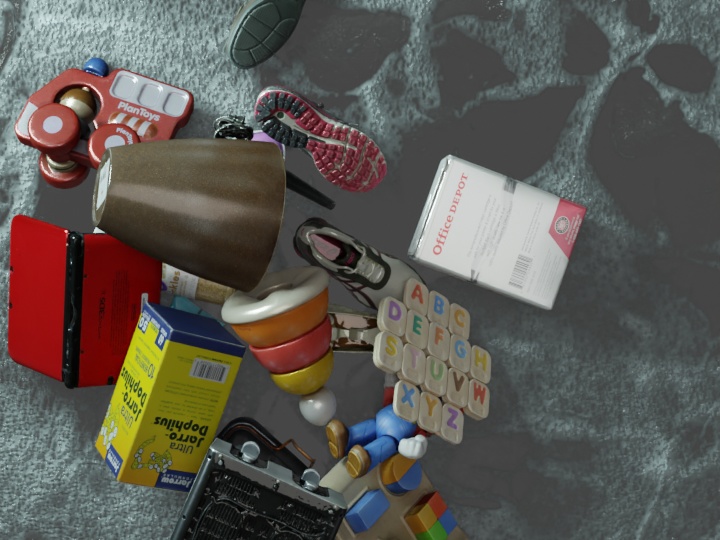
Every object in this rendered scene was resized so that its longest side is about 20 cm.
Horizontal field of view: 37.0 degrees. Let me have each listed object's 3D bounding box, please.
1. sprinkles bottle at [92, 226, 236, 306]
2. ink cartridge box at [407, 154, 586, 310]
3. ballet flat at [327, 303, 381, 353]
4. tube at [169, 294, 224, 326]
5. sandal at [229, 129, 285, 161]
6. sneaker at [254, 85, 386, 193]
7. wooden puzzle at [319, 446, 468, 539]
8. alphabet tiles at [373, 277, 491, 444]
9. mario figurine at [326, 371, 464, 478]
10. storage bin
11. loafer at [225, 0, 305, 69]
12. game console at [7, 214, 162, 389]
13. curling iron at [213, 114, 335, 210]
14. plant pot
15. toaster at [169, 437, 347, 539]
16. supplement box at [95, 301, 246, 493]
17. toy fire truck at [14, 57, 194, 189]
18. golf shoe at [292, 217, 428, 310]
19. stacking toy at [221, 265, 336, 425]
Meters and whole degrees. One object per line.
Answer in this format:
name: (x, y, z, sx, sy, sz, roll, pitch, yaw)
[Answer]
sprinkles bottle: (-0.257, -0.005, 1.417, 0.197, 0.068, 0.069, 14, 91, -4)
ink cartridge box: (0.177, -0.050, 1.432, 0.198, 0.085, 0.147, 20, 90, -5)
ballet flat: (-0.020, 0.079, 1.435, 0.197, 0.062, 0.068, 1, 93, -3)
tube: (-0.266, 0.135, 1.434, 0.077, 0.050, 0.201, 33, 85, -5)
sandal: (-0.189, -0.120, 1.426, 0.201, 0.050, 0.083, -27, 93, -2)
sneaker: (-0.047, -0.181, 1.424, 0.199, 0.075, 0.081, 36, 109, -16)
wooden puzzle: (0.047, 0.319, 1.401, 0.201, 0.046, 0.185, 55, 45, -2)
alphabet tiles: (0.097, 0.115, 1.394, 0.199, 0.015, 0.198, 30, 52, -31)
mario figurine: (0.054, 0.182, 1.401, 0.198, 0.106, 0.124, -23, 81, -31)
storage bin: (-0.119, 0.296, 1.401, 0.200, 0.134, 0.146, 43, 89, -4)
loafer: (-0.113, -0.356, 1.428, 0.072, 0.063, 0.201, 34, 94, -35)
game console: (-0.354, 0.036, 1.385, 0.170, 0.118, 0.203, -2, 109, -28)
curling iron: (-0.110, -0.136, 1.411, 0.199, 0.026, 0.049, 38, 128, -25)
plant pot: (-0.215, -0.082, 1.297, 0.198, 0.187, 0.190, 10, 91, -24)
toaster: (-0.128, 0.319, 1.275, 0.179, 0.119, 0.202, 23, 92, -2)
supplement box: (-0.241, 0.160, 1.356, 0.109, 0.109, 0.202, 16, 97, -33)
toy fire truck: (-0.333, -0.190, 1.396, 0.198, 0.112, 0.170, 19, 65, 3)
golf shoe: (0.000, 0.000, 1.423, 0.198, 0.088, 0.078, 27, 88, -5)
stacking toy: (-0.082, 0.107, 1.377, 0.144, 0.146, 0.202, -19, 106, -2)
